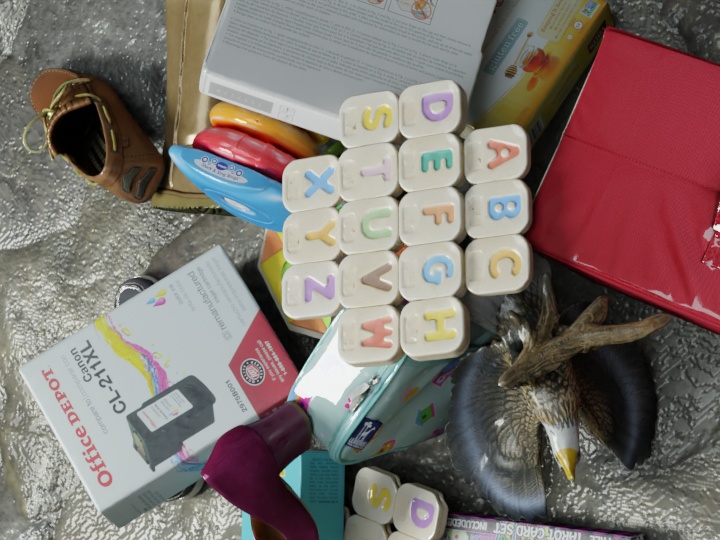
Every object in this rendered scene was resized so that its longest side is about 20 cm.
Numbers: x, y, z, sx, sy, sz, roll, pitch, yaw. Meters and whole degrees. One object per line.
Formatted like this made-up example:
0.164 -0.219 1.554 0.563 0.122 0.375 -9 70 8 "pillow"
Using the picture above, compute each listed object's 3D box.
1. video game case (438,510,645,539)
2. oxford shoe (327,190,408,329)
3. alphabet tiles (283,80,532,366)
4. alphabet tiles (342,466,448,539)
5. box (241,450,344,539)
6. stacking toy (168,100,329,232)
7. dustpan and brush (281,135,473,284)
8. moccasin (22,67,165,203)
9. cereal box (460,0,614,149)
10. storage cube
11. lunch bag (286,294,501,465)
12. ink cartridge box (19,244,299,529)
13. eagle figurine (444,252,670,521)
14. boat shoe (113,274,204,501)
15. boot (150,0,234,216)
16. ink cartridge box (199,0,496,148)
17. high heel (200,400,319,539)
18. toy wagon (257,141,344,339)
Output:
0.121 0.287 1.655 0.198 0.036 0.183 4 90 28 "video game case"
0.000 0.000 1.640 0.072 0.071 0.201 29 133 3 "oxford shoe"
0.030 -0.034 1.505 0.194 0.015 0.202 -7 74 25 "alphabet tiles"
0.016 0.265 1.691 0.195 0.015 0.202 17 98 44 "alphabet tiles"
-0.058 0.248 1.727 0.082 0.049 0.202 -5 82 50 "box"
-0.055 -0.140 1.648 0.115 0.110 0.201 22 81 20 "stacking toy"
0.012 -0.058 1.678 0.199 0.057 0.140 -37 59 -8 "dustpan and brush"
-0.244 -0.122 1.827 0.074 0.077 0.202 -57 42 18 "moccasin"
0.081 -0.186 1.670 0.199 0.040 0.144 28 76 26 "cereal box"
0.246 -0.053 1.514 0.179 0.200 0.172 23 91 28 "storage cube"
0.044 0.064 1.607 0.077 0.199 0.161 48 120 20 "lunch bag"
-0.160 0.098 1.743 0.199 0.083 0.146 -32 75 -5 "ink cartridge box"
0.141 0.092 1.545 0.151 0.200 0.152 18 71 13 "eagle figurine"
-0.182 0.099 1.811 0.072 0.063 0.202 -18 78 29 "boat shoe"
-0.120 -0.148 1.768 0.174 0.066 0.202 6 90 50 "boot"
-0.003 -0.188 1.604 0.198 0.045 0.178 19 71 -3 "ink cartridge box"
-0.085 0.187 1.605 0.067 0.096 0.201 36 144 34 "high heel"
0.006 -0.032 1.731 0.199 0.039 0.156 -35 72 22 "toy wagon"
